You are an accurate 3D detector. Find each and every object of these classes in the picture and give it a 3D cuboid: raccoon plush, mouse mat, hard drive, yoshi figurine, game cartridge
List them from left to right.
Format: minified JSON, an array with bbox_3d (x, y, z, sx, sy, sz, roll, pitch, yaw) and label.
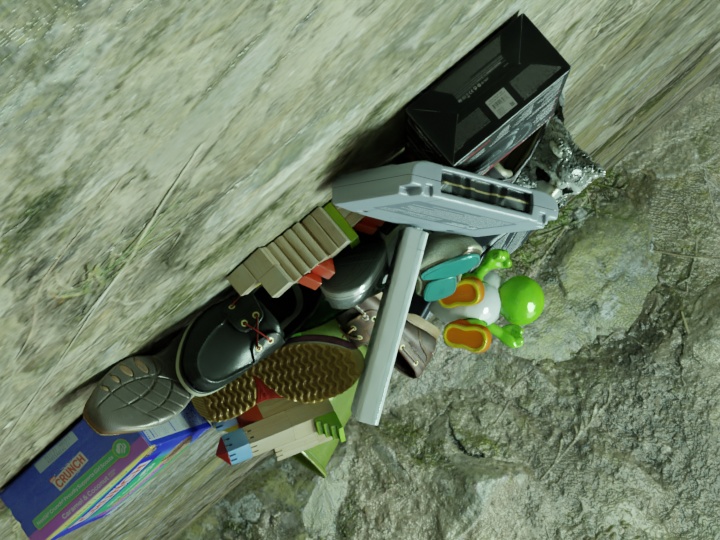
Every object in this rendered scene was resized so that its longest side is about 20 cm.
[{"bbox_3d":[-0.081,0.056,1.688,0.200,0.008,0.161,-14,-171,33],"label":"mouse mat"},{"bbox_3d":[0.029,0.056,1.593,0.132,0.027,0.201,169,-63,-88],"label":"hard drive"},{"bbox_3d":[0.078,-0.068,1.488,0.200,0.041,0.133,11,165,-40],"label":"game cartridge"},{"bbox_3d":[0.164,0.038,1.836,0.112,0.112,0.200,-50,171,19],"label":"yoshi figurine"},{"bbox_3d":[0.223,-0.162,1.766,0.096,0.201,0.134,12,157,-22],"label":"raccoon plush"}]

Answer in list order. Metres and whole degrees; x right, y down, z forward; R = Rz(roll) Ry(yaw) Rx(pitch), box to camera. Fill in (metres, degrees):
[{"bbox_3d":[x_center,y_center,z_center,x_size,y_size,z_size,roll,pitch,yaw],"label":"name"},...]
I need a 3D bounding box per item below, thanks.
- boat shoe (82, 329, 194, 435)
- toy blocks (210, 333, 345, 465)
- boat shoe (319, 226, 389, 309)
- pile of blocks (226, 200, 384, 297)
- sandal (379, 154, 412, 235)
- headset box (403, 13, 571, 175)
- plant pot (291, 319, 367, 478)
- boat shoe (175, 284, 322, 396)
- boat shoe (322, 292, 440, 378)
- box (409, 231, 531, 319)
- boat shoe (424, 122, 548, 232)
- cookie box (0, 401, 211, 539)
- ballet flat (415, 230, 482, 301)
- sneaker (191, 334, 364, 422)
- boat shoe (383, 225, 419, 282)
[{"bbox_3d":[-0.208,0.123,1.515,0.072,0.076,0.200,-42,171,31],"label":"boat shoe"},{"bbox_3d":[-0.116,0.141,1.717,0.136,0.200,0.100,-20,139,-10],"label":"toy blocks"},{"bbox_3d":[-0.002,0.000,1.623,0.074,0.065,0.202,-13,-162,7],"label":"boat shoe"},{"bbox_3d":[-0.043,-0.018,1.546,0.200,0.062,0.082,-36,172,-26],"label":"pile of blocks"},{"bbox_3d":[0.069,-0.115,1.646,0.201,0.048,0.075,-51,180,-28],"label":"sandal"},{"bbox_3d":[0.122,-0.154,1.522,0.149,0.077,0.200,-39,173,-4],"label":"headset box"},{"bbox_3d":[-0.064,0.119,1.884,0.190,0.200,0.200,-52,175,-10],"label":"plant pot"},{"bbox_3d":[-0.112,0.055,1.550,0.063,0.074,0.201,-21,-165,43],"label":"boat shoe"},{"bbox_3d":[0.011,0.060,1.800,0.070,0.200,0.070,3,-116,59],"label":"boat shoe"},{"bbox_3d":[0.115,-0.050,1.916,0.198,0.123,0.200,-38,170,-17],"label":"box"},{"bbox_3d":[0.141,-0.117,1.703,0.200,0.072,0.065,-52,-160,-5],"label":"boat shoe"},{"bbox_3d":[-0.271,0.204,1.655,0.171,0.075,0.200,-41,172,10],"label":"cookie box"},{"bbox_3d":[0.084,-0.016,1.651,0.067,0.063,0.200,-12,168,-11],"label":"ballet flat"},{"bbox_3d":[-0.082,0.099,1.624,0.199,0.075,0.090,-13,-162,21],"label":"sneaker"},{"bbox_3d":[0.074,-0.069,1.769,0.202,0.065,0.074,-41,174,-13],"label":"boat shoe"}]
